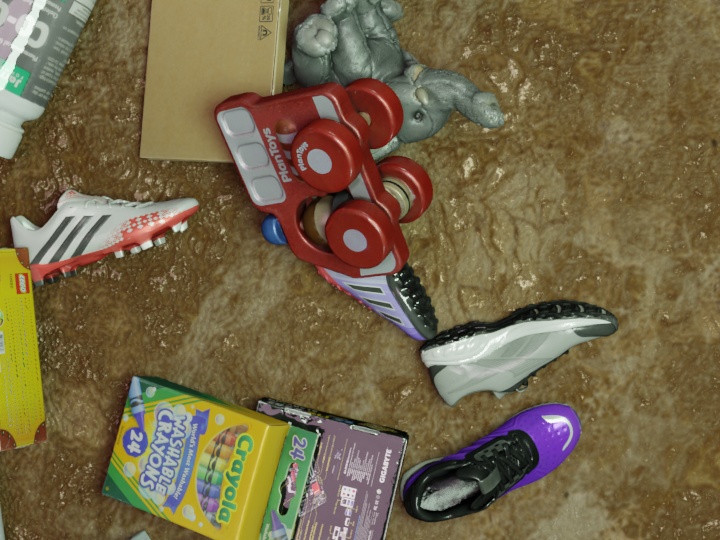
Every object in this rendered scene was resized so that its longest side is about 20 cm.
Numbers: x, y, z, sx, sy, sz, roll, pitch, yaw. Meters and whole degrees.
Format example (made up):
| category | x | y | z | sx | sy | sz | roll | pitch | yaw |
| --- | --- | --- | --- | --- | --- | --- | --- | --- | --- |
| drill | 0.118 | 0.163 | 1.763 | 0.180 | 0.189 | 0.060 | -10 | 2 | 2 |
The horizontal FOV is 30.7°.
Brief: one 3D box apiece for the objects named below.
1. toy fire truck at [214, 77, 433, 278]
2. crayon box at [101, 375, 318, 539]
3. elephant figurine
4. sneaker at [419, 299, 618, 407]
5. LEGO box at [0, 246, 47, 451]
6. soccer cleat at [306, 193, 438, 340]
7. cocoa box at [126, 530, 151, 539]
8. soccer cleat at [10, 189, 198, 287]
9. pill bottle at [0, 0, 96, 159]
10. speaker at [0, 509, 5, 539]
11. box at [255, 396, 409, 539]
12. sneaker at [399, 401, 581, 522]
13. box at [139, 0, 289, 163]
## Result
| category | x | y | z | sx | sy | sz | roll | pitch | yaw |
| --- | --- | --- | --- | --- | --- | --- | --- | --- | --- |
| toy fire truck | -0.037 | -0.084 | 1.248 | 0.167 | 0.112 | 0.201 | -5 | 119 | 34 |
| crayon box | -0.152 | 0.193 | 1.312 | 0.199 | 0.052 | 0.126 | 16 | 91 | 24 |
| elephant figurine | 0.026 | -0.174 | 1.289 | 0.141 | 0.155 | 0.200 | -38 | 87 | -1 |
| sneaker | 0.163 | 0.082 | 1.325 | 0.199 | 0.074 | 0.080 | -16 | 98 | 9 |
| LEGO box | -0.406 | 0.083 | 1.326 | 0.148 | 0.077 | 0.201 | -6 | 89 | 25 |
| soccer cleat | 0.000 | 0.000 | 1.338 | 0.073 | 0.068 | 0.200 | -40 | 87 | 19 |
| cocoa box | -0.252 | 0.359 | 1.276 | 0.131 | 0.200 | 0.134 | -33 | 88 | 3 |
| soccer cleat | -0.265 | -0.050 | 1.348 | 0.199 | 0.069 | 0.086 | -20 | 93 | 8 |
| pill bottle | -0.355 | -0.223 | 1.330 | 0.113 | 0.113 | 0.201 | 25 | 91 | 3 |
| speaker | -0.401 | 0.305 | 1.345 | 0.081 | 0.081 | 0.201 | -9 | 90 | 3 |
| box | -0.048 | 0.246 | 1.341 | 0.159 | 0.049 | 0.201 | 13 | 91 | 6 |
| sneaker | 0.133 | 0.199 | 1.304 | 0.199 | 0.100 | 0.070 | -28 | 90 | 3 |
| box | -0.149 | -0.210 | 1.333 | 0.163 | 0.021 | 0.201 | 5 | 91 | 30 |
